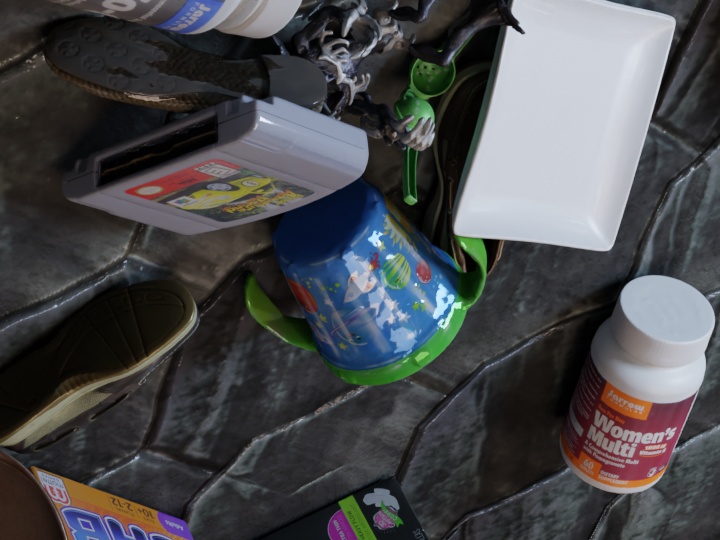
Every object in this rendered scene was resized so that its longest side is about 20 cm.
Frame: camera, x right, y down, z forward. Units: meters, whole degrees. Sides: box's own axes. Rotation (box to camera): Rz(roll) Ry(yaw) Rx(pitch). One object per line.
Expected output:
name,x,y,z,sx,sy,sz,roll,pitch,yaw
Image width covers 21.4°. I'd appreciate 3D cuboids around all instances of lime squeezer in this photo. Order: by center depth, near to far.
lime squeezer,0.058,-0.130,1.434,0.038,0.071,0.200,45,62,-41

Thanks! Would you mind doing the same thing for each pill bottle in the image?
pill bottle,-0.136,-0.213,1.207,0.200,0.114,0.114,9,126,-38
pill bottle,0.262,0.108,1.798,0.109,0.110,0.200,-10,136,-24

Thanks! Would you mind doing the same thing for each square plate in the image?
square plate,0.156,-0.119,1.501,0.198,0.028,0.201,5,104,-45

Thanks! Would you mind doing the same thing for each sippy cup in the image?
sippy cup,0.000,0.000,1.512,0.178,0.140,0.130,-39,130,-5

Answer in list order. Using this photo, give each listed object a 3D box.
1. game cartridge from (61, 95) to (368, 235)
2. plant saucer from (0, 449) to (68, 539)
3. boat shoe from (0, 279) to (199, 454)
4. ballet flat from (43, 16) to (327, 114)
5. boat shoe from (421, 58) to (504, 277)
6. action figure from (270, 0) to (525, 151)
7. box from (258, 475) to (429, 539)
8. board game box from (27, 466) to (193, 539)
game cartridge,-0.099,-0.071,1.358,0.200,0.041,0.133,-16,162,39
plant saucer,-0.309,0.229,1.517,0.200,0.200,0.034,-47,167,18
boat shoe,-0.209,0.078,1.504,0.201,0.072,0.066,-33,149,5
ballet flat,-0.121,-0.131,1.319,0.199,0.068,0.046,6,148,-18
boat shoe,0.100,-0.074,1.532,0.075,0.075,0.203,-16,138,-18
action figure,0.013,-0.152,1.376,0.200,0.102,0.119,-35,126,4
box,-0.019,0.320,1.807,0.200,0.149,0.124,-25,141,-8
board game box,-0.246,0.327,1.629,0.200,0.200,0.200,-44,139,15
